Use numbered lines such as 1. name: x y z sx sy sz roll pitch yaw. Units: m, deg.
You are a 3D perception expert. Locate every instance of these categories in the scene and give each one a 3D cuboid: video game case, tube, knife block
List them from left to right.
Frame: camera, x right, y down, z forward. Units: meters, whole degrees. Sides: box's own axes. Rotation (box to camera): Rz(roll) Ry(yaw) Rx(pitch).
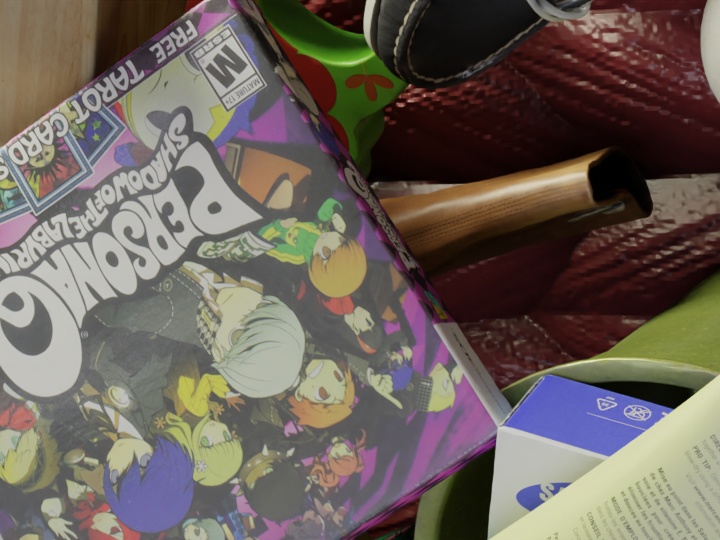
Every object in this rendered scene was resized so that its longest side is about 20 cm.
1. knife block: -0.121 -0.061 0.950 0.064 0.200 0.176 22 105 5
2. video game case: -0.075 0.033 0.869 0.200 0.036 0.182 -34 80 11
3. tube: 0.077 0.095 0.784 0.058 0.052 0.200 25 133 -37

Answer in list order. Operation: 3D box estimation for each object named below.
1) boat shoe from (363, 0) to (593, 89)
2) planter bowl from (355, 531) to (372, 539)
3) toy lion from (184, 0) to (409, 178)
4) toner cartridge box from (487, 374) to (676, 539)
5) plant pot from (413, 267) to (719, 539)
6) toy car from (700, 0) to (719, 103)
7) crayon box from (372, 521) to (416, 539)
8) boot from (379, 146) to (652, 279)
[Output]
1. boat shoe: 0.078 -0.129 0.923 0.200 0.074 0.060 -42 47 26
2. planter bowl: -0.056 0.106 0.991 0.200 0.084 0.200 35 168 8
3. toy lion: -0.048 -0.097 1.036 0.199 0.069 0.192 -11 116 32
4. toner cartridge box: 0.139 0.108 0.810 0.199 0.043 0.095 15 119 22
5. plant pot: 0.149 0.081 0.935 0.199 0.190 0.201 13 121 23
6. toy car: 0.206 -0.071 0.849 0.200 0.150 0.175 44 127 2
7. crayon box: -0.021 0.200 1.114 0.200 0.058 0.119 -27 99 37
8. boot: 0.000 0.000 0.960 0.199 0.188 0.069 -13 84 23
